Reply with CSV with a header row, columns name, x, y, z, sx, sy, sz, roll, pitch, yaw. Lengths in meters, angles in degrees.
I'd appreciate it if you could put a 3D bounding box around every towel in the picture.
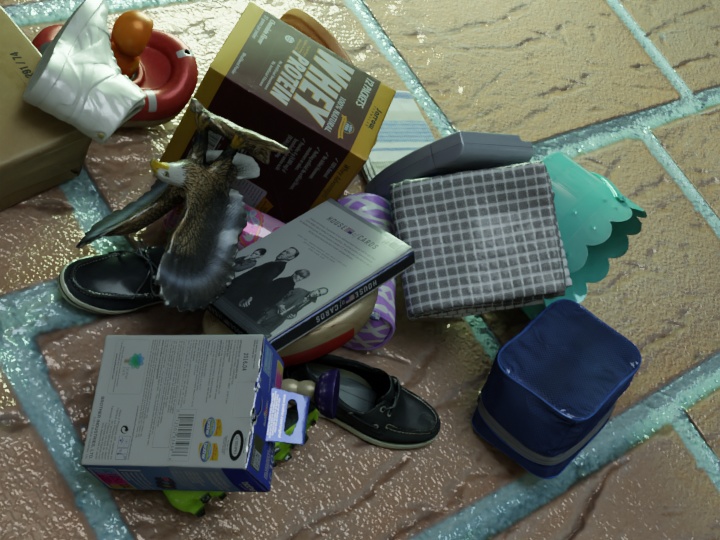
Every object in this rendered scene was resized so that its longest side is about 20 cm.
name,x,y,z,sx,sy,sz,roll,pitch,yaw
towel,0.048,-0.161,1.633,0.146,0.024,0.201,-7,63,-38
towel,0.140,-0.036,1.417,0.198,0.086,0.167,-10,78,2

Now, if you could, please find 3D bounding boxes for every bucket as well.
name,x,y,z,sx,sy,sz,roll,pitch,yaw
bucket,0.250,-0.042,1.548,0.135,0.208,0.207,44,45,17

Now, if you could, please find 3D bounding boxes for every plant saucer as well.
name,x,y,z,sx,sy,sz,roll,pitch,yaw
plant saucer,-0.051,-0.230,1.519,0.037,0.200,0.201,-33,76,-15

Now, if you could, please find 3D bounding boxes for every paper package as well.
name,x,y,z,sx,sy,sz,roll,pitch,yaw
paper package,-0.413,-0.168,1.295,0.200,0.104,0.190,47,44,9

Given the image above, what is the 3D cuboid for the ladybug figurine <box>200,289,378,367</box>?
name,x,y,z,sx,sy,sz,roll,pitch,yaw
ladybug figurine,-0.074,0.051,1.306,0.199,0.072,0.136,-16,37,-6

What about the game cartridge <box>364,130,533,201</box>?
name,x,y,z,sx,sy,sz,roll,pitch,yaw
game cartridge,0.098,-0.118,1.481,0.133,0.200,0.041,3,72,-34

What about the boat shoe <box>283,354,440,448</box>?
name,x,y,z,sx,sy,sz,roll,pitch,yaw
boat shoe,0.010,0.138,1.349,0.198,0.066,0.075,26,49,-12

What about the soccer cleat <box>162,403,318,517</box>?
name,x,y,z,sx,sy,sz,roll,pitch,yaw
soccer cleat,-0.125,0.174,1.243,0.199,0.068,0.081,-27,65,-41

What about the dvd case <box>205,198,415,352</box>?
name,x,y,z,sx,sy,sz,roll,pitch,yaw
dvd case,-0.063,0.002,1.285,0.199,0.025,0.150,-31,42,-25

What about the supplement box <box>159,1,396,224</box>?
name,x,y,z,sx,sy,sz,roll,pitch,yaw
supplement box,-0.101,-0.161,1.417,0.199,0.197,0.133,30,47,-9

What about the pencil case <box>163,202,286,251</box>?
name,x,y,z,sx,sy,sz,roll,pitch,yaw
pencil case,-0.125,-0.033,1.388,0.199,0.088,0.088,29,46,-11

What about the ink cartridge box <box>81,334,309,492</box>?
name,x,y,z,sx,sy,sz,roll,pitch,yaw
ink cartridge box,-0.152,0.137,1.157,0.198,0.076,0.137,-2,63,15

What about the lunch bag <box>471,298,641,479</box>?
name,x,y,z,sx,sy,sz,roll,pitch,yaw
lunch bag,0.232,0.141,1.444,0.136,0.133,0.200,38,45,20

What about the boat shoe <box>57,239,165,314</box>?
name,x,y,z,sx,sy,sz,roll,pitch,yaw
boat shoe,-0.227,0.004,1.309,0.199,0.062,0.075,0,59,-30

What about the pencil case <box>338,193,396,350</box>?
name,x,y,z,sx,sy,sz,roll,pitch,yaw
pencil case,0.000,0.000,1.441,0.085,0.084,0.201,11,49,-10

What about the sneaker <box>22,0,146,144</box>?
name,x,y,z,sx,sy,sz,roll,pitch,yaw
sneaker,-0.283,-0.214,1.310,0.115,0.074,0.201,34,39,-22

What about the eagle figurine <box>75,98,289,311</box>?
name,x,y,z,sx,sy,sz,roll,pitch,yaw
eagle figurine,-0.186,-0.073,1.271,0.150,0.201,0.152,27,1,-28

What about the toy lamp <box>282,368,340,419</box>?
name,x,y,z,sx,sy,sz,roll,pitch,yaw
toy lamp,-0.122,0.118,1.245,0.198,0.058,0.058,7,48,6

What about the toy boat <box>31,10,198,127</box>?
name,x,y,z,sx,sy,sz,roll,pitch,yaw
toy boat,-0.277,-0.249,1.417,0.199,0.131,0.131,-6,60,-41
